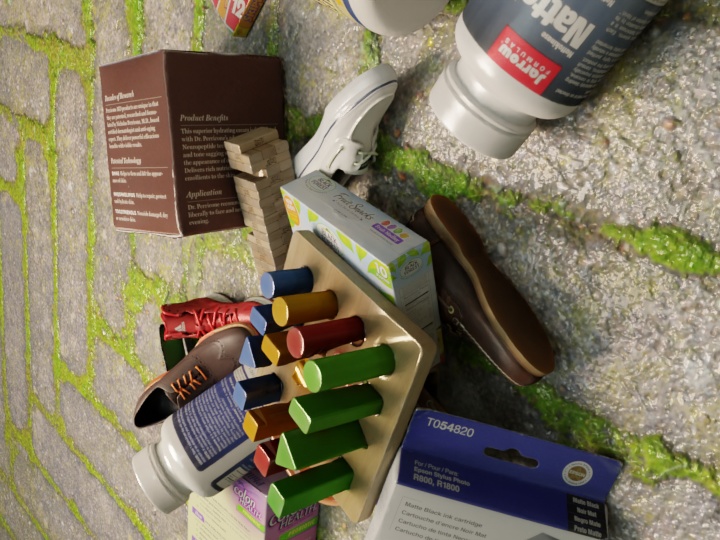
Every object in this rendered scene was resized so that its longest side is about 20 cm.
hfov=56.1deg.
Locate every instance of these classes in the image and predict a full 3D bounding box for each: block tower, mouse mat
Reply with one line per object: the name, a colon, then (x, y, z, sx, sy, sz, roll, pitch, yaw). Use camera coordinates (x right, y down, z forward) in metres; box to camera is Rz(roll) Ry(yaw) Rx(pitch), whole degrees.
block tower: (-0.101, -0.057, 0.783, 0.054, 0.057, 0.203, 22, 132, 49)
mouse mat: (-0.265, 0.179, 0.998, 0.161, 0.007, 0.204, 136, 122, -83)

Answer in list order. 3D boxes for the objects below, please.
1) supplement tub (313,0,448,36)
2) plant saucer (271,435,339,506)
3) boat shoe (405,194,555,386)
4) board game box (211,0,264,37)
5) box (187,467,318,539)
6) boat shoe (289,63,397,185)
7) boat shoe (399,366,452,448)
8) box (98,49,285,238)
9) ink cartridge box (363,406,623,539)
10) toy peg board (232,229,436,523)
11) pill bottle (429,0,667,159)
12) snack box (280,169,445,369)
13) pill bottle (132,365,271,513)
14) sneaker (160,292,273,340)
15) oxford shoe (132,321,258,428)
supplement tub: (-0.013, -0.316, 0.620, 0.199, 0.143, 0.146, 38, 123, 33)
plant saucer: (-0.032, 0.135, 0.695, 0.199, 0.032, 0.204, 2, 93, 48)
boat shoe: (0.103, 0.025, 0.631, 0.070, 0.070, 0.202, -47, 57, 31)
board game box: (-0.125, -0.389, 0.802, 0.200, 0.030, 0.096, -46, 67, 38)
box: (-0.151, 0.335, 0.930, 0.174, 0.096, 0.203, 21, 114, 41)
boat shoe: (-0.009, -0.134, 0.716, 0.067, 0.073, 0.200, 57, 146, 5)
boat shoe: (0.052, 0.120, 0.709, 0.074, 0.076, 0.201, -38, 59, 9)
box: (-0.201, -0.152, 0.827, 0.163, 0.164, 0.204, 7, 103, 44)
ink cartridge box: (0.111, 0.233, 0.604, 0.196, 0.041, 0.203, 15, 116, -3)
toy peg board: (-0.057, 0.099, 0.617, 0.199, 0.097, 0.203, 41, 123, 38)
pill bottle: (0.142, -0.188, 0.512, 0.120, 0.119, 0.201, 54, 131, 22)
snack box: (0.000, 0.000, 0.679, 0.200, 0.052, 0.144, 37, 147, 47)
pill bottle: (-0.172, 0.202, 0.827, 0.112, 0.199, 0.111, 55, 173, 10)
sneaker: (-0.196, 0.078, 0.906, 0.198, 0.115, 0.080, 0, 99, 45)
oxford shoe: (-0.208, 0.140, 0.859, 0.199, 0.073, 0.071, -39, 98, 16)
